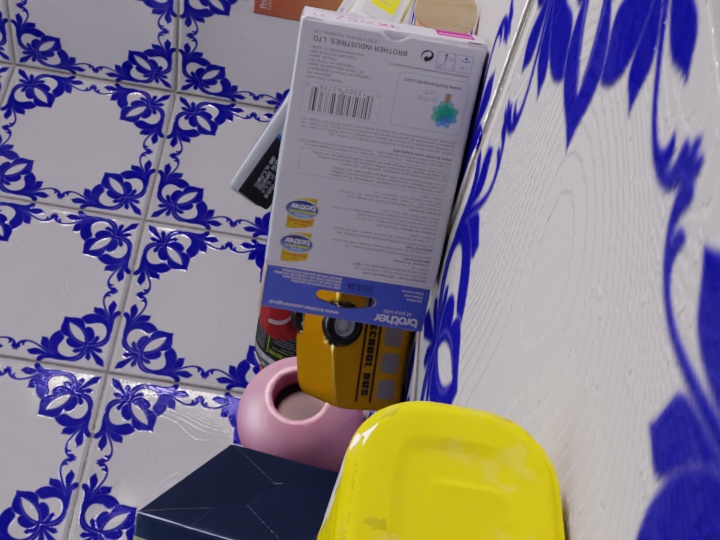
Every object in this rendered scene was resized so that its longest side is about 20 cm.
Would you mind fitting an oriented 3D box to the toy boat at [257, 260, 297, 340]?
[{"bbox_3d":[-0.034,0.037,1.255,0.200,0.130,0.131,105,142,-60],"label":"toy boat"}]

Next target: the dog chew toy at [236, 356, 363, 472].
[{"bbox_3d":[-0.059,0.174,1.166,0.201,0.124,0.125,92,-177,-55],"label":"dog chew toy"}]

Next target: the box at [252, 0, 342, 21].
[{"bbox_3d":[-0.042,-0.434,1.628,0.107,0.198,0.153,-86,6,-51],"label":"box"}]

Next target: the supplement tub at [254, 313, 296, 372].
[{"bbox_3d":[-0.070,0.058,1.489,0.123,0.122,0.201,-88,9,-59],"label":"supplement tub"}]

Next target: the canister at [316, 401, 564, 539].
[{"bbox_3d":[0.011,0.160,0.438,0.201,0.086,0.149,106,172,-51],"label":"canister"}]

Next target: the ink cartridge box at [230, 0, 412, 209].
[{"bbox_3d":[-0.014,-0.171,0.907,0.198,0.047,0.200,-50,10,43],"label":"ink cartridge box"}]

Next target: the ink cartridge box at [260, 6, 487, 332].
[{"bbox_3d":[0.004,-0.063,0.765,0.042,0.118,0.201,-96,15,-69],"label":"ink cartridge box"}]

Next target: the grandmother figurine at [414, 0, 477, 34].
[{"bbox_3d":[0.044,-0.151,0.885,0.122,0.060,0.200,-54,1,-1],"label":"grandmother figurine"}]

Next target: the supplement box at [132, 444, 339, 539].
[{"bbox_3d":[-0.098,0.279,0.961,0.200,0.133,0.201,-24,-55,-73],"label":"supplement box"}]

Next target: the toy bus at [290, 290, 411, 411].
[{"bbox_3d":[0.000,0.000,0.866,0.065,0.078,0.202,12,95,61],"label":"toy bus"}]
